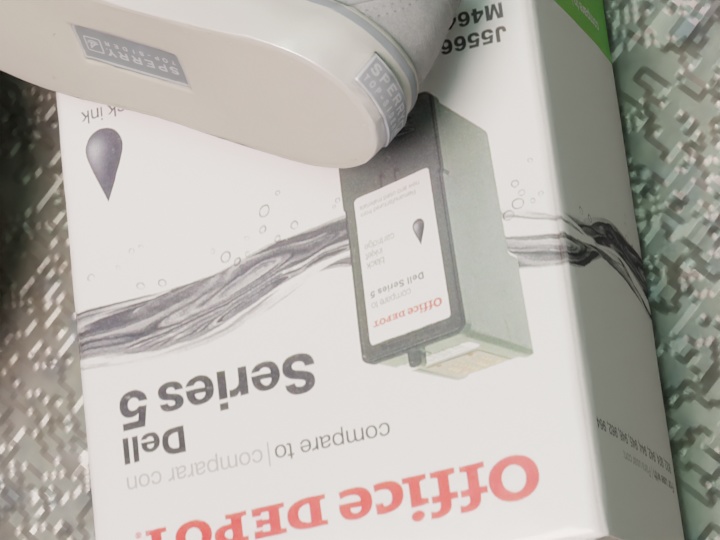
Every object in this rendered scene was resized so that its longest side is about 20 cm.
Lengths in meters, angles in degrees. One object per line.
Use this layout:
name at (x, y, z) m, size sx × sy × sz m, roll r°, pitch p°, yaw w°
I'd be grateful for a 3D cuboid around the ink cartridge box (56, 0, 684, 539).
ink cartridge box at (0.000, 0.000, 0.833) m, size 0.145 × 0.084 × 0.201 m, roll -13°, pitch 71°, yaw 18°

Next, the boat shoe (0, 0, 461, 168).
boat shoe at (-0.063, -0.091, 0.805) m, size 0.199 × 0.072 × 0.069 m, roll 18°, pitch 59°, yaw 32°
